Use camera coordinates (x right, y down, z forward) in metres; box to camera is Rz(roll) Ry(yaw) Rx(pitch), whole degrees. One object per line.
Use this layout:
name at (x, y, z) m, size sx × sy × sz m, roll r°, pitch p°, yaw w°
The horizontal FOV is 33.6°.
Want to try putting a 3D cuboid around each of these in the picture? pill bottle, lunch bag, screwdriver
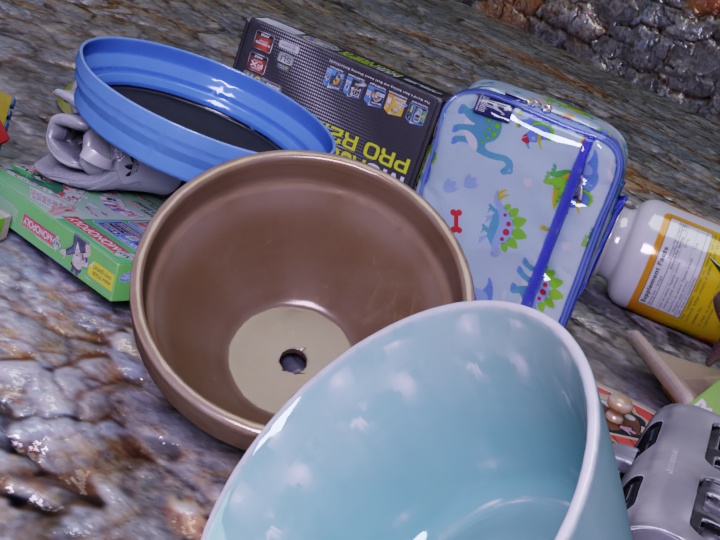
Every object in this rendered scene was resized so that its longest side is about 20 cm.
pill bottle at (0.312, -0.003, 1.182) m, size 0.198 × 0.112 × 0.111 m, roll 23°, pitch 19°, yaw 9°
lunch bag at (0.121, -0.042, 0.962) m, size 0.159 × 0.202 × 0.082 m, roll 23°, pitch 20°, yaw 10°
screwdriver at (-0.079, 0.038, 0.835) m, size 0.029 × 0.028 × 0.200 m, roll 43°, pitch -1°, yaw -31°

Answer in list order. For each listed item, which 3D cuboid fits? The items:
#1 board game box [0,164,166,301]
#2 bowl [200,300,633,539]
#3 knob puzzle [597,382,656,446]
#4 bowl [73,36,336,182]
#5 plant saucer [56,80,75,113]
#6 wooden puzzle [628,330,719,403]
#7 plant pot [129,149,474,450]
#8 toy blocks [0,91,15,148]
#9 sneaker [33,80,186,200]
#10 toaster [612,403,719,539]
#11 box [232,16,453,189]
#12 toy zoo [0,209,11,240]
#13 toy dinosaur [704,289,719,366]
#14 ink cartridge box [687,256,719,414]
board game box at (-0.181, -0.032, 0.875) m, size 0.133 × 0.030 × 0.199 m, roll -2°, pitch 24°, yaw -46°
bowl at (0.035, 0.122, 0.499) m, size 0.105 × 0.200 × 0.201 m, roll 47°, pitch 5°, yaw -29°
knob puzzle at (0.185, 0.115, 0.866) m, size 0.217 × 0.031 × 0.220 m, roll 18°, pitch 19°, yaw -6°
bowl at (-0.115, -0.111, 0.872) m, size 0.198 × 0.040 × 0.201 m, roll 21°, pitch 20°, yaw -8°
plant saucer at (-0.209, -0.163, 1.221) m, size 0.197 × 0.031 × 0.200 m, roll 19°, pitch 20°, yaw -7°
wooden puzzle at (0.320, 0.123, 0.964) m, size 0.198 × 0.038 × 0.185 m, roll 23°, pitch 13°, yaw -7°
plant pot at (-0.036, 0.034, 0.713) m, size 0.197 × 0.093 × 0.203 m, roll 4°, pitch 54°, yaw -5°
toy blocks at (-0.321, -0.123, 0.884) m, size 0.135 × 0.101 × 0.200 m, roll 17°, pitch -5°, yaw -13°
sneaker at (-0.208, -0.117, 0.940) m, size 0.114 × 0.076 × 0.199 m, roll 5°, pitch 23°, yaw -43°
toaster at (0.195, 0.172, 0.589) m, size 0.198 × 0.120 × 0.181 m, roll 25°, pitch 21°, yaw 15°
box at (-0.033, -0.118, 1.078) m, size 0.198 × 0.162 × 0.044 m, roll 25°, pitch 18°, yaw 14°
toy zoo at (-0.331, -0.031, 0.761) m, size 0.130 × 0.021 × 0.200 m, roll 23°, pitch 19°, yaw 9°
toy dinosaur at (0.302, 0.033, 0.893) m, size 0.135 × 0.086 × 0.200 m, roll 40°, pitch -7°, yaw -8°
ink cartridge box at (0.264, 0.106, 0.737) m, size 0.200 × 0.076 × 0.148 m, roll 46°, pitch 8°, yaw -37°
